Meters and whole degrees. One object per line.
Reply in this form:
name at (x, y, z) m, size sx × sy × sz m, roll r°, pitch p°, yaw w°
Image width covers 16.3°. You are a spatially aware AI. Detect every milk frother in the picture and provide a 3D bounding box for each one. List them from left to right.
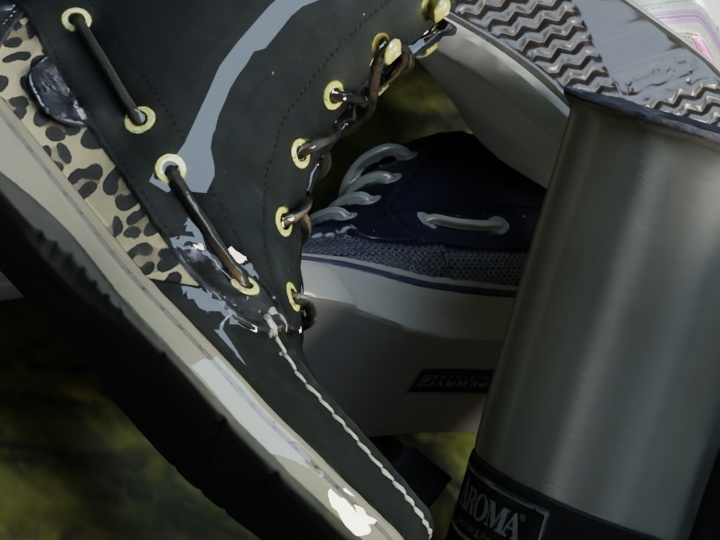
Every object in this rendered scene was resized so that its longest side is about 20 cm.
milk frother at (0.137, 0.066, 0.724) m, size 0.200 × 0.180 × 0.188 m, roll 10°, pitch 100°, yaw -43°

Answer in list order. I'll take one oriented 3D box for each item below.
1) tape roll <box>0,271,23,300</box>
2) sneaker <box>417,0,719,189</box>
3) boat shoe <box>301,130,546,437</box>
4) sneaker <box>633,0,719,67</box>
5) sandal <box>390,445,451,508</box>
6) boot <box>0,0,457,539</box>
tape roll at (-0.120, -0.090, 0.751) m, size 0.203 × 0.037 × 0.203 m, roll 4°, pitch 80°, yaw -23°
sneaker at (0.032, -0.085, 0.812) m, size 0.073 × 0.085 × 0.200 m, roll -42°, pitch 87°, yaw -19°
boat shoe at (0.000, 0.000, 0.812) m, size 0.200 × 0.075 × 0.093 m, roll 8°, pitch 46°, yaw -35°
sneaker at (0.127, -0.039, 0.914) m, size 0.200 × 0.081 × 0.088 m, roll 44°, pitch 70°, yaw -21°
sandal at (-0.020, 0.122, 0.707) m, size 0.048 × 0.075 × 0.200 m, roll 41°, pitch 46°, yaw 3°
boot at (-0.017, -0.025, 0.704) m, size 0.154 × 0.073 × 0.204 m, roll -41°, pitch 82°, yaw -21°
